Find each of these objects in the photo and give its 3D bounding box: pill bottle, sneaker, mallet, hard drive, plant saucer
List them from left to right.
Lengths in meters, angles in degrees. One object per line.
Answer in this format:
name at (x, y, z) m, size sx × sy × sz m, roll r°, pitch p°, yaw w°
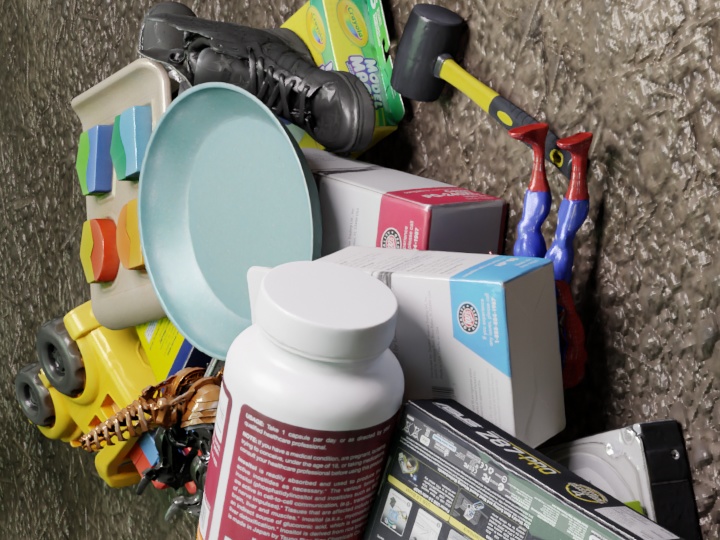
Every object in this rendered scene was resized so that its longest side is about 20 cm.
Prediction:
sneaker at (-0.117, -0.127, 1.538) m, size 0.088 × 0.074 × 0.201 m, roll -22°, pitch 83°, yaw 57°
plant saucer at (-0.088, -0.035, 1.388) m, size 0.200 × 0.036 × 0.201 m, roll 10°, pitch 103°, yaw 47°
sneaker at (-0.078, -0.140, 1.431) m, size 0.200 × 0.104 × 0.060 m, roll 45°, pitch 130°, yaw 47°
pill bottle at (-0.035, 0.102, 1.203) m, size 0.113 × 0.113 × 0.200 m, roll 45°, pitch 131°, yaw 48°
mallet at (0.090, -0.125, 1.313) m, size 0.200 × 0.041 × 0.066 m, roll 34°, pitch 120°, yaw 47°
hard drive at (0.162, 0.203, 1.217) m, size 0.140 × 0.038 × 0.201 m, roll -23°, pitch 74°, yaw 58°

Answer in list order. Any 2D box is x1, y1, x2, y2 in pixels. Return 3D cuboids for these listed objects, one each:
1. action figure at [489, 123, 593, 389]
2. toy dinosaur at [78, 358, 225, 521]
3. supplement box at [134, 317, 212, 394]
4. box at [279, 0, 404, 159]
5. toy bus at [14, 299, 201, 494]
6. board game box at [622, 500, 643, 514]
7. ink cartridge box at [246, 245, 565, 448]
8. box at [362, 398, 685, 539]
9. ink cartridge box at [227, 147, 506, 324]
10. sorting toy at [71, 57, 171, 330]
action figure at (0.117, 0.009, 1.250) m, size 0.065 × 0.052 × 0.201 m, roll 13°, pitch 112°, yaw 38°
toy dinosaur at (-0.127, 0.119, 1.529) m, size 0.102 × 0.199 × 0.136 m, roll -120°, pitch 35°, yaw -63°
supplement box at (-0.132, -0.001, 1.618) m, size 0.200 × 0.109 × 0.110 m, roll 64°, pitch 142°, yaw 33°
box at (-0.034, -0.137, 1.504) m, size 0.200 × 0.048 × 0.118 m, roll -32°, pitch 66°, yaw 54°
toy bus at (-0.204, 0.129, 1.754) m, size 0.192 × 0.136 × 0.200 m, roll 58°, pitch 144°, yaw 14°
board game box at (0.148, 0.250, 1.162) m, size 0.102 × 0.048 × 0.201 m, roll -36°, pitch 63°, yaw 54°
ink cartridge box at (0.028, 0.048, 1.254) m, size 0.200 × 0.067 × 0.116 m, roll 5°, pitch 108°, yaw 35°
box at (0.085, 0.189, 1.143) m, size 0.200 × 0.049 × 0.162 m, roll 28°, pitch 107°, yaw 40°
ink cartridge box at (0.000, 0.000, 1.387) m, size 0.200 × 0.083 × 0.146 m, roll 19°, pitch 110°, yaw 44°
sorting toy at (-0.194, -0.057, 1.567) m, size 0.185 × 0.036 × 0.201 m, roll -15°, pitch 81°, yaw 61°
